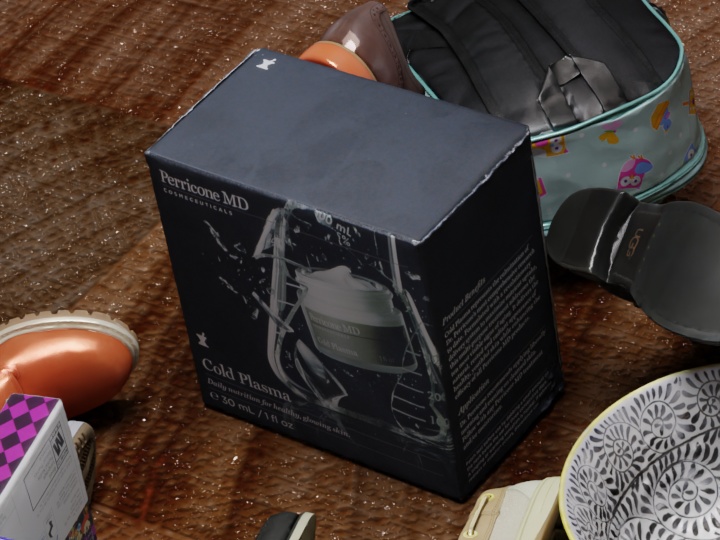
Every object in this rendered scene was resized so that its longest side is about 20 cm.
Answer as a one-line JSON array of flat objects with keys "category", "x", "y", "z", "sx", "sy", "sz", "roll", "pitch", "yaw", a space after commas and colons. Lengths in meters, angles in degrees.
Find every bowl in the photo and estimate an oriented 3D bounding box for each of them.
[{"category": "bowl", "x": 0.210, "y": 0.147, "z": 1.571, "sx": 0.199, "sy": 0.095, "sz": 0.201, "roll": -6, "pitch": 38, "yaw": 5}]

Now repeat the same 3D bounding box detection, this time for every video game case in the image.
[{"category": "video game case", "x": -0.192, "y": 0.196, "z": 1.524, "sx": 0.036, "sy": 0.182, "sz": 0.200, "roll": 7, "pitch": 41, "yaw": 19}]

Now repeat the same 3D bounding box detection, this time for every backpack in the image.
[{"category": "backpack", "x": 0.123, "y": -0.100, "z": 1.856, "sx": 0.175, "sy": 0.154, "sz": 0.200, "roll": -20, "pitch": 29, "yaw": -10}]

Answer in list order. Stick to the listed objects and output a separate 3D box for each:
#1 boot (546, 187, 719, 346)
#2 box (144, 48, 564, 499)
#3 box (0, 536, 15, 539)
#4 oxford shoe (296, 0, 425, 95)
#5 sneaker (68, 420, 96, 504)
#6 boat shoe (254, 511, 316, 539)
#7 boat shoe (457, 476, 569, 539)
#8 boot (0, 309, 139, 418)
[{"category": "boot", "x": 0.215, "y": 0.019, "z": 1.673, "sx": 0.200, "sy": 0.174, "sz": 0.069, "roll": 31, "pitch": 92, "yaw": 55}, {"category": "box", "x": 0.000, "y": 0.000, "z": 1.720, "sx": 0.199, "sy": 0.197, "sz": 0.124, "roll": 18, "pitch": 45, "yaw": 32}, {"category": "box", "x": -0.150, "y": 0.238, "z": 1.346, "sx": 0.183, "sy": 0.105, "sz": 0.200, "roll": 7, "pitch": 55, "yaw": 39}, {"category": "oxford shoe", "x": 0.022, "y": -0.075, "z": 1.804, "sx": 0.071, "sy": 0.201, "sz": 0.073, "roll": 17, "pitch": 53, "yaw": 32}, {"category": "sneaker", "x": -0.230, "y": 0.154, "z": 1.675, "sx": 0.112, "sy": 0.072, "sz": 0.200, "roll": 9, "pitch": 43, "yaw": 17}, {"category": "boat shoe", "x": -0.077, "y": 0.202, "z": 1.579, "sx": 0.063, "sy": 0.074, "sz": 0.202, "roll": 14, "pitch": 47, "yaw": 16}, {"category": "boat shoe", "x": 0.064, "y": 0.190, "z": 1.577, "sx": 0.066, "sy": 0.074, "sz": 0.200, "roll": -1, "pitch": 35, "yaw": 31}, {"category": "boot", "x": -0.221, "y": 0.095, "z": 1.755, "sx": 0.199, "sy": 0.075, "sz": 0.107, "roll": -20, "pitch": 41, "yaw": 0}]
